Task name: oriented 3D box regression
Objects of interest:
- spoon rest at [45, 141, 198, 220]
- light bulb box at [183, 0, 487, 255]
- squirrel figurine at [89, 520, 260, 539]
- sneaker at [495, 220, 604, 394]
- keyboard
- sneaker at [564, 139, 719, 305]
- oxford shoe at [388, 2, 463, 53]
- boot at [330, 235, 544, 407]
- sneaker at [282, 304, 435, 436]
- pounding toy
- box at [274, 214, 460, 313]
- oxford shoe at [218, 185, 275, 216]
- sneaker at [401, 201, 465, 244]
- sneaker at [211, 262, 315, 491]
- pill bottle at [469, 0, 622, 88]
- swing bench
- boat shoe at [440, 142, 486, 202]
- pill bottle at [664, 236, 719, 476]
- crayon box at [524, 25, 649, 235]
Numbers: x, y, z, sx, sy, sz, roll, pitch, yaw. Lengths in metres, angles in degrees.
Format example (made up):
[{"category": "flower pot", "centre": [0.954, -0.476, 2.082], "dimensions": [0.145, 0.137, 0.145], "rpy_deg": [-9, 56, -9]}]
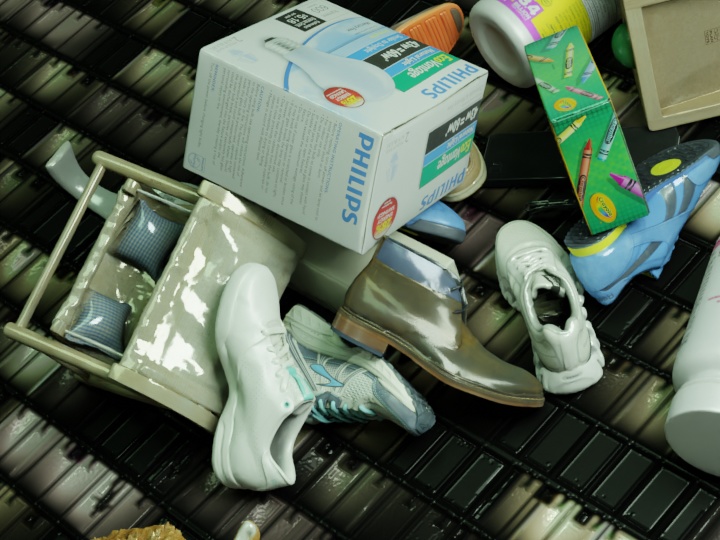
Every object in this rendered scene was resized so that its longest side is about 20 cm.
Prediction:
[{"category": "spoon rest", "centre": [-0.236, -0.070, 1.799], "dimensions": [0.199, 0.061, 0.100], "rpy_deg": [26, 63, 21]}, {"category": "light bulb box", "centre": [-0.021, -0.138, 1.571], "dimensions": [0.199, 0.126, 0.198], "rpy_deg": [26, 34, 22]}, {"category": "squirrel figurine", "centre": [-0.161, 0.268, 1.404], "dimensions": [0.186, 0.142, 0.200], "rpy_deg": [-33, 49, -19]}, {"category": "sneaker", "centre": [0.166, 0.016, 1.550], "dimensions": [0.075, 0.081, 0.201], "rpy_deg": [-22, 44, 2]}, {"category": "keyboard", "centre": [0.211, -0.094, 1.674], "dimensions": [0.199, 0.021, 0.128], "rpy_deg": [-1, 43, 20]}, {"category": "sneaker", "centre": [0.269, -0.046, 1.584], "dimensions": [0.200, 0.079, 0.066], "rpy_deg": [-41, 24, -26]}, {"category": "oxford shoe", "centre": [0.020, -0.231, 1.833], "dimensions": [0.199, 0.072, 0.073], "rpy_deg": [-34, 42, -11]}, {"category": "boot", "centre": [0.081, 0.046, 1.500], "dimensions": [0.199, 0.075, 0.098], "rpy_deg": [22, 96, 2]}, {"category": "sneaker", "centre": [-0.015, 0.112, 1.546], "dimensions": [0.200, 0.078, 0.086], "rpy_deg": [29, 77, 44]}, {"category": "pounding toy", "centre": [0.311, -0.260, 1.668], "dimensions": [0.199, 0.185, 0.143], "rpy_deg": [-13, 37, 9]}, {"category": "box", "centre": [0.000, 0.000, 1.631], "dimensions": [0.199, 0.069, 0.082], "rpy_deg": [29, 64, 38]}, {"category": "oxford shoe", "centre": [-0.095, -0.103, 1.716], "dimensions": [0.057, 0.076, 0.200], "rpy_deg": [-1, 23, 16]}, {"category": "sneaker", "centre": [0.028, -0.086, 1.680], "dimensions": [0.199, 0.066, 0.079], "rpy_deg": [25, 89, 37]}, {"category": "sneaker", "centre": [-0.077, 0.094, 1.517], "dimensions": [0.088, 0.075, 0.202], "rpy_deg": [0, 88, 37]}, {"category": "pill bottle", "centre": [0.217, -0.285, 1.785], "dimensions": [0.200, 0.105, 0.104], "rpy_deg": [-38, 48, -15]}, {"category": "swing bench", "centre": [-0.187, 0.020, 1.596], "dimensions": [0.199, 0.130, 0.200], "rpy_deg": [16, 75, 34]}, {"category": "boat shoe", "centre": [0.059, -0.144, 1.731], "dimensions": [0.074, 0.069, 0.200], "rpy_deg": [-37, 43, 0]}, {"category": "pill bottle", "centre": [0.325, 0.065, 1.423], "dimensions": [0.113, 0.114, 0.201], "rpy_deg": [8, 53, 26]}, {"category": "crayon box", "centre": [0.206, -0.133, 1.576], "dimensions": [0.058, 0.119, 0.200], "rpy_deg": [-20, 26, 8]}]
